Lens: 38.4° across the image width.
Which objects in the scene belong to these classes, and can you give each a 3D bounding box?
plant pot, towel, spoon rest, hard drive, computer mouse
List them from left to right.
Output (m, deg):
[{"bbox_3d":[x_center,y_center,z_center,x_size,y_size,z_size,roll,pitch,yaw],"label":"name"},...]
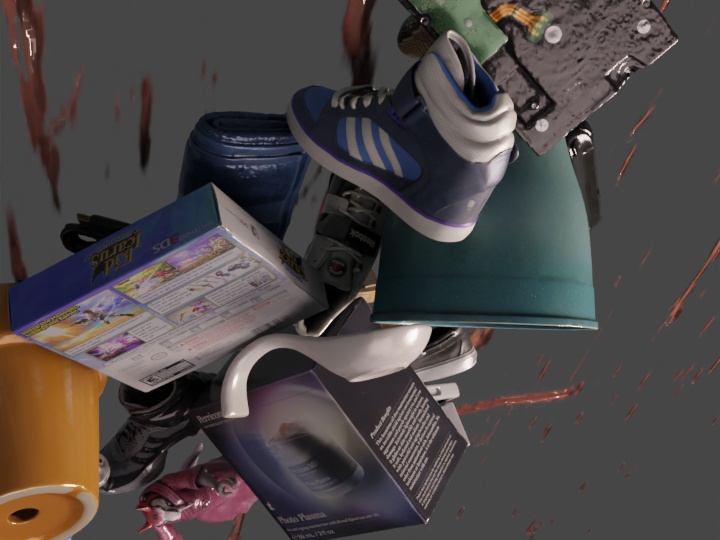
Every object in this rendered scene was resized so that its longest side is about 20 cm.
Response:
[{"bbox_3d":[-0.316,0.145,0.931,0.198,0.184,0.201,-17,146,-12],"label":"plant pot"},{"bbox_3d":[-0.208,0.027,0.936,0.108,0.044,0.201,10,143,1],"label":"computer mouse"},{"bbox_3d":[-0.111,-0.054,0.912,0.110,0.049,0.201,-5,143,-26],"label":"towel"},{"bbox_3d":[-0.033,0.073,0.890,0.198,0.061,0.099,-19,168,18],"label":"spoon rest"},{"bbox_3d":[0.109,-0.046,0.907,0.197,0.191,0.200,2,177,0],"label":"plant pot"},{"bbox_3d":[0.122,-0.202,0.770,0.139,0.038,0.200,-41,111,17],"label":"hard drive"}]

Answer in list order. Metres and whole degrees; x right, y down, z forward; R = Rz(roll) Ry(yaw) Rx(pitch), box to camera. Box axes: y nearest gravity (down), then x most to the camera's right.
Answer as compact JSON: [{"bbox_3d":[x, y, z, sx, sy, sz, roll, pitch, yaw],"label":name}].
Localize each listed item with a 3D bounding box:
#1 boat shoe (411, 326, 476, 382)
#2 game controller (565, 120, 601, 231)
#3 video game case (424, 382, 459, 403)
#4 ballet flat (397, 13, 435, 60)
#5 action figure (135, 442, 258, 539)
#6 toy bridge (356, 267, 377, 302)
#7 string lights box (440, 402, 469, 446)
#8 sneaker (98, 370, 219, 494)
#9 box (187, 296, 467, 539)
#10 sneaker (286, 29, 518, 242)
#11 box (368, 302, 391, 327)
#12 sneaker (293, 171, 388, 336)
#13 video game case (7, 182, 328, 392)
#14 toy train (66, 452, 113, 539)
[{"bbox_3d":[0.039,0.108,1.234,0.198,0.069,0.057,-16,104,7],"label":"boat shoe"},{"bbox_3d":[0.201,-0.085,1.094,0.103,0.043,0.200,-13,148,9],"label":"game controller"},{"bbox_3d":[-0.005,0.177,1.249,0.199,0.022,0.182,-25,164,30],"label":"video game case"},{"bbox_3d":[0.131,-0.203,0.836,0.198,0.076,0.068,-20,147,-6],"label":"ballet flat"},{"bbox_3d":[-0.192,0.247,1.170,0.199,0.148,0.135,3,119,-60],"label":"action figure"},{"bbox_3d":[0.000,0.000,1.044,0.198,0.068,0.027,-12,146,-20],"label":"toy bridge"},{"bbox_3d":[0.075,0.214,1.332,0.102,0.060,0.200,-23,173,-2],"label":"string lights box"},{"bbox_3d":[-0.239,0.163,1.116,0.199,0.076,0.114,-36,143,10],"label":"sneaker"},{"bbox_3d":[-0.035,0.161,1.058,0.199,0.199,0.123,-23,-160,41],"label":"box"},{"bbox_3d":[0.034,-0.131,0.790,0.080,0.200,0.147,-24,144,-43],"label":"sneaker"},{"bbox_3d":[0.071,0.023,1.097,0.199,0.042,0.119,-29,-178,8],"label":"box"},{"bbox_3d":[-0.010,-0.024,0.944,0.073,0.089,0.202,19,111,-11],"label":"sneaker"},{"bbox_3d":[-0.154,0.023,0.856,0.198,0.046,0.181,-25,151,15],"label":"video game case"},{"bbox_3d":[-0.343,0.237,1.109,0.113,0.087,0.200,24,132,-26],"label":"toy train"}]
